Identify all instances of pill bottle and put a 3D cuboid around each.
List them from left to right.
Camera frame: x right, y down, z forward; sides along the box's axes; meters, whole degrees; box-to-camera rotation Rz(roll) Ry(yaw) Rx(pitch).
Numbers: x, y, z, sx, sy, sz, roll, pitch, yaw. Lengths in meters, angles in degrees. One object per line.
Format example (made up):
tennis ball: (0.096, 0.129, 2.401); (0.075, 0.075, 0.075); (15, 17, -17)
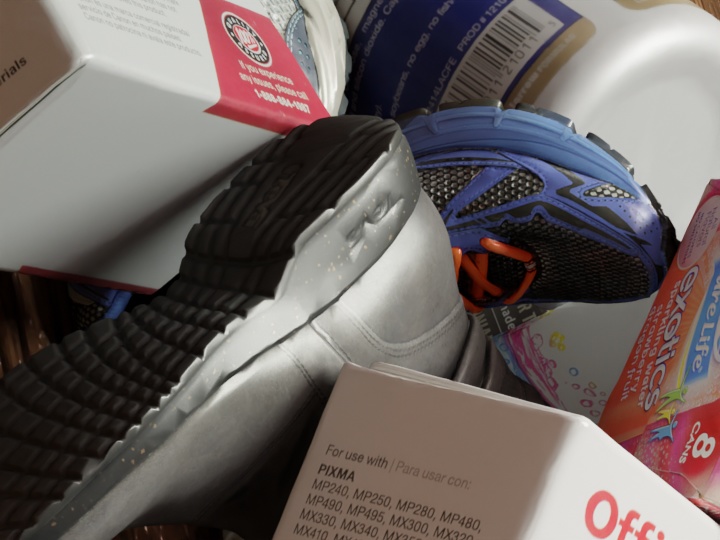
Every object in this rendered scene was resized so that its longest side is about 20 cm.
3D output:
pill bottle: (0.034, -0.081, 1.025); (0.200, 0.116, 0.116); (39, 5, 37)

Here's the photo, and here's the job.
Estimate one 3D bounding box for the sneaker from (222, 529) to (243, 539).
sneaker: (-0.014, 0.094, 0.870); (0.071, 0.073, 0.201); (34, 36, -55)

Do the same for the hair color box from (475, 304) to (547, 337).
hair color box: (0.078, -0.002, 1.190); (0.200, 0.064, 0.111); (10, 57, -64)

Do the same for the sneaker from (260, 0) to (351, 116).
sneaker: (-0.076, -0.110, 0.988); (0.086, 0.078, 0.201); (2, 55, -51)

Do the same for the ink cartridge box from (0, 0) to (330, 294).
ink cartridge box: (-0.113, -0.102, 0.820); (0.201, 0.083, 0.146); (58, 20, 20)

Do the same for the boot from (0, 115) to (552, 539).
boot: (-0.028, 0.064, 0.783); (0.200, 0.070, 0.132); (-41, 121, -22)

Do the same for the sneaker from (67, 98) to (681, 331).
sneaker: (0.000, 0.000, 0.881); (0.075, 0.199, 0.079); (65, 29, -50)

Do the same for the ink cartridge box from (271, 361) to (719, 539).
ink cartridge box: (0.027, 0.145, 0.759); (0.145, 0.084, 0.201); (38, 70, -46)

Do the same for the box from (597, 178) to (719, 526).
box: (0.178, 0.061, 0.828); (0.199, 0.103, 0.095); (28, -7, -15)

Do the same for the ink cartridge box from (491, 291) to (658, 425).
ink cartridge box: (0.115, 0.085, 0.997); (0.145, 0.199, 0.145); (14, 55, -61)
